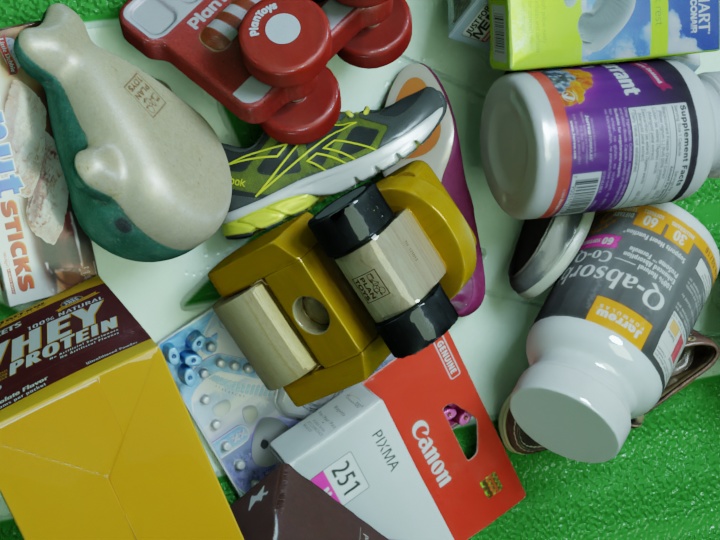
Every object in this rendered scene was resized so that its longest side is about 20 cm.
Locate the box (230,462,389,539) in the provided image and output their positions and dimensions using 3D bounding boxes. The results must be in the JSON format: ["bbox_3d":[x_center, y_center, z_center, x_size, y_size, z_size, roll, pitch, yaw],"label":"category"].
[{"bbox_3d":[-0.044,0.291,1.326,0.200,0.166,0.164,39,120,-20],"label":"box"}]

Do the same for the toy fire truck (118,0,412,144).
[{"bbox_3d":[-0.059,-0.205,1.305,0.168,0.112,0.200,38,75,18],"label":"toy fire truck"}]

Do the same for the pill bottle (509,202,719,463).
[{"bbox_3d":[0.201,0.046,1.410,0.116,0.116,0.201,43,58,-20],"label":"pill bottle"}]

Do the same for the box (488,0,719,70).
[{"bbox_3d":[0.193,-0.219,1.332,0.199,0.048,0.123,-8,103,-17],"label":"box"}]

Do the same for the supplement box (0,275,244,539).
[{"bbox_3d":[-0.187,0.138,1.253,0.132,0.200,0.198,-26,110,-12],"label":"supplement box"}]

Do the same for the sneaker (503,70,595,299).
[{"bbox_3d":[0.139,-0.084,1.433,0.106,0.075,0.201,26,78,-16],"label":"sneaker"}]

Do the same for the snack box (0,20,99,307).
[{"bbox_3d":[-0.249,-0.079,1.308,0.071,0.024,0.201,-15,102,-19],"label":"snack box"}]

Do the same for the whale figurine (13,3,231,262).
[{"bbox_3d":[-0.185,-0.093,1.285,0.104,0.159,0.200,-32,107,28],"label":"whale figurine"}]

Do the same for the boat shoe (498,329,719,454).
[{"bbox_3d":[0.210,0.100,1.474,0.199,0.072,0.073,-21,107,-17],"label":"boat shoe"}]

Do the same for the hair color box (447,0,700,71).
[{"bbox_3d":[0.168,-0.212,1.405,0.199,0.061,0.100,15,55,-22],"label":"hair color box"}]

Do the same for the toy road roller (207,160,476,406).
[{"bbox_3d":[0.000,0.000,1.326,0.123,0.199,0.146,56,40,-9],"label":"toy road roller"}]

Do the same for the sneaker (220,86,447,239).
[{"bbox_3d":[-0.030,-0.098,1.346,0.199,0.074,0.085,-28,94,-2],"label":"sneaker"}]

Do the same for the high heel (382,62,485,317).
[{"bbox_3d":[0.066,-0.063,1.424,0.067,0.096,0.201,-15,81,20],"label":"high heel"}]

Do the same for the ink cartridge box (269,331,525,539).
[{"bbox_3d":[0.042,0.170,1.413,0.173,0.044,0.201,-34,121,-12],"label":"ink cartridge box"}]

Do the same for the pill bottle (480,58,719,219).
[{"bbox_3d":[0.202,-0.104,1.358,0.199,0.111,0.112,-7,99,-21],"label":"pill bottle"}]

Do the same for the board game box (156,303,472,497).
[{"bbox_3d":[-0.032,0.091,1.410,0.199,0.026,0.201,-33,106,-14],"label":"board game box"}]
